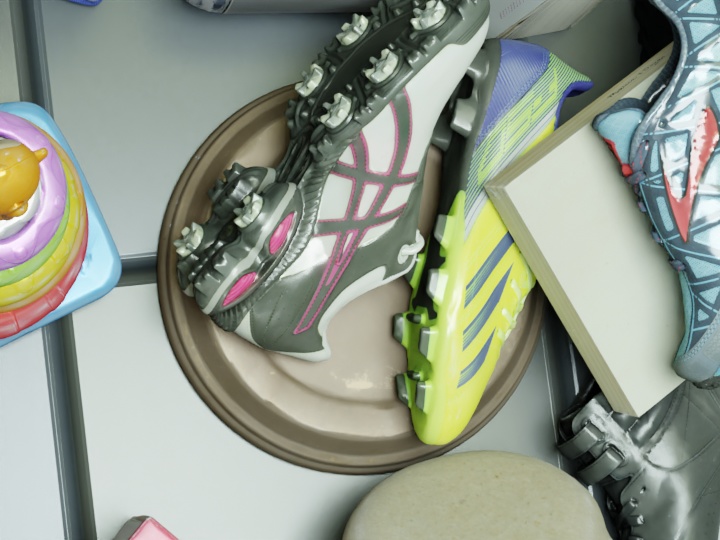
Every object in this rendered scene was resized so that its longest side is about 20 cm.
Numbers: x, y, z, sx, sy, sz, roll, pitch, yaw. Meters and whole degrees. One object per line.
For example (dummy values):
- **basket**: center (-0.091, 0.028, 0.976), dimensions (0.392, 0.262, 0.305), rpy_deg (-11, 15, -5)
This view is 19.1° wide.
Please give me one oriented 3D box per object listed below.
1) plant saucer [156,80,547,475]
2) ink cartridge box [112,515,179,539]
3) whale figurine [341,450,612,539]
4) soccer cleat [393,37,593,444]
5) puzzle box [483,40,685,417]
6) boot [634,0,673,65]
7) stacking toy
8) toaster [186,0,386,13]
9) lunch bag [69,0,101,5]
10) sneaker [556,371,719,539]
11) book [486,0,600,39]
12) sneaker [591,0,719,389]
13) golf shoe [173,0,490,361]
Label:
- **plant saucer**: center (0.000, 0.000, 1.052), dimensions (0.199, 0.029, 0.201), rpy_deg (2, 82, -12)
- **ink cartridge box**: center (-0.070, 0.231, 0.977), dimensions (0.200, 0.084, 0.145), rpy_deg (40, 77, -5)
- **whale figurine**: center (0.067, 0.174, 0.973), dimensions (0.158, 0.200, 0.104), rpy_deg (-15, 131, -16)
- **soccer cleat**: center (0.068, -0.013, 1.022), dimensions (0.083, 0.065, 0.201), rpy_deg (14, 80, -15)
- **puzzle box**: center (0.169, -0.041, 1.021), dimensions (0.200, 0.025, 0.133), rpy_deg (-36, 106, -17)
- **boot**: center (0.229, -0.124, 1.094), dimensions (0.167, 0.076, 0.201), rpy_deg (-5, 78, -9)
- **stacking toy**: center (-0.165, -0.029, 0.929), dimensions (0.116, 0.200, 0.110), rpy_deg (-27, 89, -14)
- **toaster**: center (-0.025, -0.199, 1.031), dimensions (0.128, 0.114, 0.201), rpy_deg (-5, 88, -9)
- **lunch bag**: center (-0.142, -0.247, 0.980), dimensions (0.123, 0.170, 0.201), rpy_deg (16, 81, -12)
- **sneaker**: center (0.134, 0.121, 1.049), dimensions (0.099, 0.071, 0.201), rpy_deg (20, 73, -8)
- **book**: center (0.079, -0.226, 1.044), dimensions (0.048, 0.134, 0.201), rpy_deg (-12, 85, -13)
- **sneaker**: center (0.150, -0.048, 0.972), dimensions (0.095, 0.079, 0.201), rpy_deg (7, 93, 0)
- **golf shoe**: center (0.001, -0.049, 0.995), dimensions (0.088, 0.077, 0.200), rpy_deg (35, 102, -26)
